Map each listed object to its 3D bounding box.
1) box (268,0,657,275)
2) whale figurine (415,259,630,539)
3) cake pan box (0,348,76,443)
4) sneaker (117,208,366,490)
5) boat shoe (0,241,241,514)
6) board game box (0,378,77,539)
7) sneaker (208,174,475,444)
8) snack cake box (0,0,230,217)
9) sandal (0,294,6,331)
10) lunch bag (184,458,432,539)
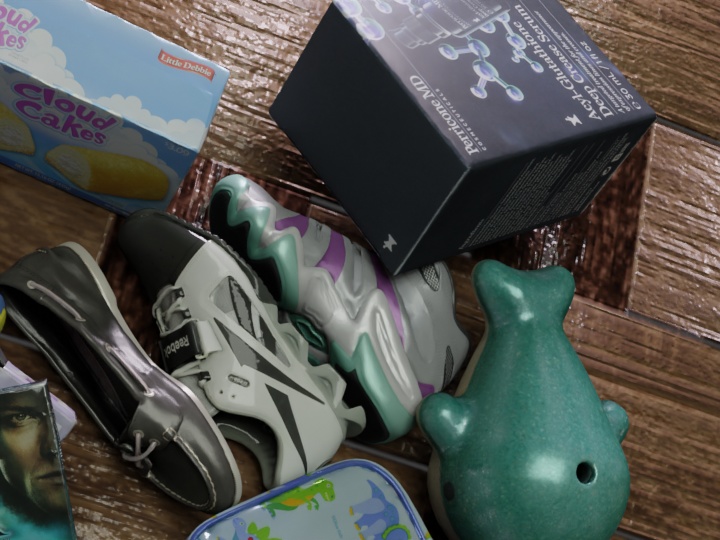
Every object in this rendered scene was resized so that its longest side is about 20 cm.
[{"bbox_3d":[0.068,-0.104,1.162,0.199,0.107,0.149,-19,63,-43],"label":"box"},{"bbox_3d":[0.113,0.092,1.114,0.158,0.104,0.201,6,81,-27],"label":"whale figurine"},{"bbox_3d":[-0.280,0.100,0.955,0.184,0.052,0.200,36,85,-9],"label":"cake pan box"},{"bbox_3d":[-0.091,0.050,1.088,0.200,0.074,0.088,46,57,3],"label":"sneaker"},{"bbox_3d":[-0.150,0.072,1.057,0.057,0.067,0.200,-25,71,-42],"label":"boat shoe"},{"bbox_3d":[-0.250,0.141,0.920,0.199,0.028,0.136,-11,93,-8],"label":"board game box"},{"bbox_3d":[0.000,0.000,1.152,0.140,0.078,0.200,-37,94,-32],"label":"sneaker"},{"bbox_3d":[-0.195,-0.114,1.095,0.199,0.115,0.067,24,61,-10],"label":"snack cake box"},{"bbox_3d":[-0.305,0.002,1.024,0.199,0.080,0.088,12,60,-18],"label":"sandal"},{"bbox_3d":[-0.012,0.223,1.038,0.160,0.082,0.201,-22,77,-27],"label":"lunch bag"}]
